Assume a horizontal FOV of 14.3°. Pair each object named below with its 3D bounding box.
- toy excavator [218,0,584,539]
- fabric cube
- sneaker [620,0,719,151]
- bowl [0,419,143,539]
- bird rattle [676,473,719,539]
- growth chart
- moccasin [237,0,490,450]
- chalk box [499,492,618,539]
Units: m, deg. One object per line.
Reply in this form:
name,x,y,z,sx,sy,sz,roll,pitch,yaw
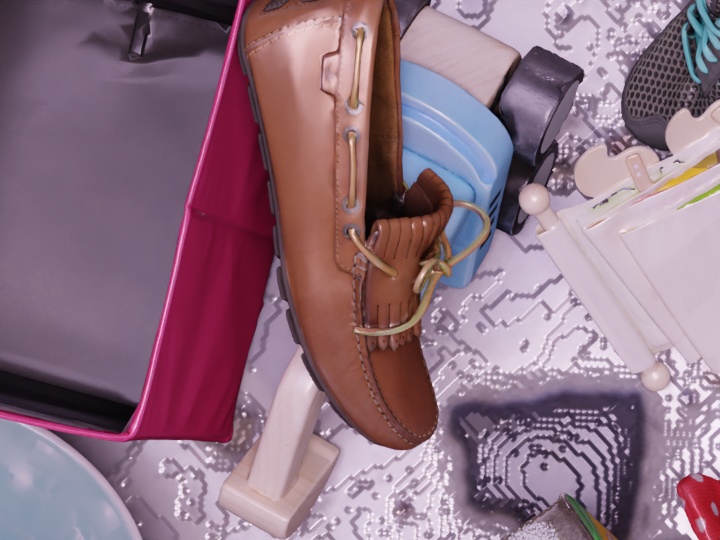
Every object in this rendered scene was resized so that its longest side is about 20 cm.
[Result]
toy excavator,0.000,0.000,1.265,0.100,0.195,0.200,29,63,10
fabric cube,-0.142,-0.040,1.250,0.195,0.199,0.201,14,89,9
sneaker,0.169,-0.115,1.221,0.200,0.091,0.078,-36,57,43
bowl,-0.195,0.163,1.252,0.199,0.105,0.202,8,53,-10
bird rattle,0.196,0.159,1.187,0.112,0.163,0.200,-38,74,10
growth chart,0.180,-0.022,1.243,0.199,0.018,0.145,-20,123,11
moccasin,0.008,-0.021,1.169,0.077,0.074,0.203,-3,108,18
chalk box,0.102,0.218,1.208,0.124,0.124,0.201,-34,67,5
